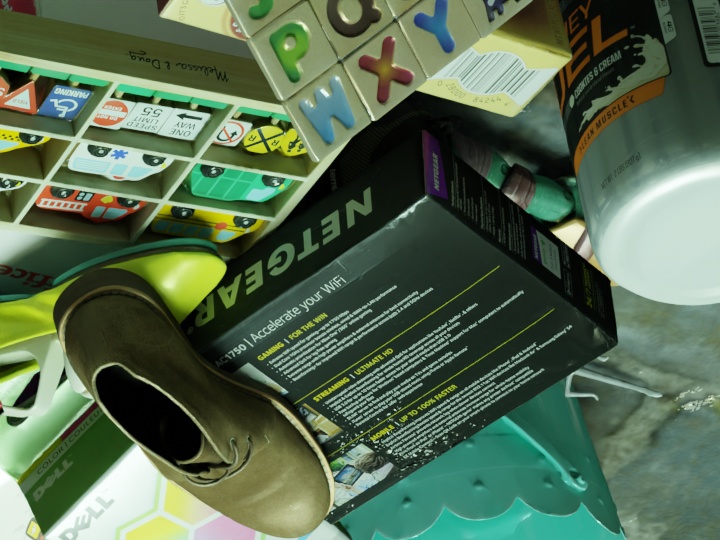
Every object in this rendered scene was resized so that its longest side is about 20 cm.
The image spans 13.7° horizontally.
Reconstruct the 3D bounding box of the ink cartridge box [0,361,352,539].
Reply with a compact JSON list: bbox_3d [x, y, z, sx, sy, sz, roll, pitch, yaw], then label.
[{"bbox_3d":[-0.108,0.115,1.584,0.104,0.059,0.200,-44,123,5],"label":"ink cartridge box"}]

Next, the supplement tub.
[{"bbox_3d":[0.154,-0.095,1.444,0.122,0.201,0.123,-6,145,-5],"label":"supplement tub"}]

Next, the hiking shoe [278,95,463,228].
[{"bbox_3d":[0.000,0.000,1.558,0.075,0.100,0.201,-12,119,-40],"label":"hiking shoe"}]

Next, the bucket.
[{"bbox_3d":[0.056,0.142,1.817,0.206,0.135,0.208,-8,145,-5],"label":"bucket"}]

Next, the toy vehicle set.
[{"bbox_3d":[-0.114,-0.060,1.425,0.199,0.027,0.124,9,141,-30],"label":"toy vehicle set"}]

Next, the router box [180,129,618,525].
[{"bbox_3d":[0.007,0.033,1.510,0.200,0.051,0.149,-34,128,27],"label":"router box"}]

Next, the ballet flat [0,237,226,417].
[{"bbox_3d":[-0.150,0.036,1.505,0.199,0.067,0.067,-13,160,29],"label":"ballet flat"}]

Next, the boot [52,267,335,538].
[{"bbox_3d":[-0.077,0.086,1.466,0.073,0.076,0.200,-36,129,11],"label":"boot"}]

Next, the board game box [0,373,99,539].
[{"bbox_3d":[-0.118,0.102,1.631,0.199,0.035,0.127,-33,123,-2],"label":"board game box"}]

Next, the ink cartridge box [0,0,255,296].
[{"bbox_3d":[-0.151,-0.076,1.493,0.144,0.085,0.200,15,138,-32],"label":"ink cartridge box"}]

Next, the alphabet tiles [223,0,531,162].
[{"bbox_3d":[0.017,-0.172,1.333,0.200,0.008,0.168,-38,115,-18],"label":"alphabet tiles"}]

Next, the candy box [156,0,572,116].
[{"bbox_3d":[-0.003,-0.152,1.395,0.199,0.117,0.056,12,140,-30],"label":"candy box"}]

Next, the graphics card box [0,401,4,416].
[{"bbox_3d":[-0.269,-0.001,1.473,0.125,0.051,0.201,-8,110,40],"label":"graphics card box"}]

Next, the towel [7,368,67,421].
[{"bbox_3d":[-0.128,0.082,1.651,0.199,0.023,0.144,-30,123,-4],"label":"towel"}]

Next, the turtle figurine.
[{"bbox_3d":[0.121,-0.009,1.651,0.199,0.101,0.150,18,124,-13],"label":"turtle figurine"}]
